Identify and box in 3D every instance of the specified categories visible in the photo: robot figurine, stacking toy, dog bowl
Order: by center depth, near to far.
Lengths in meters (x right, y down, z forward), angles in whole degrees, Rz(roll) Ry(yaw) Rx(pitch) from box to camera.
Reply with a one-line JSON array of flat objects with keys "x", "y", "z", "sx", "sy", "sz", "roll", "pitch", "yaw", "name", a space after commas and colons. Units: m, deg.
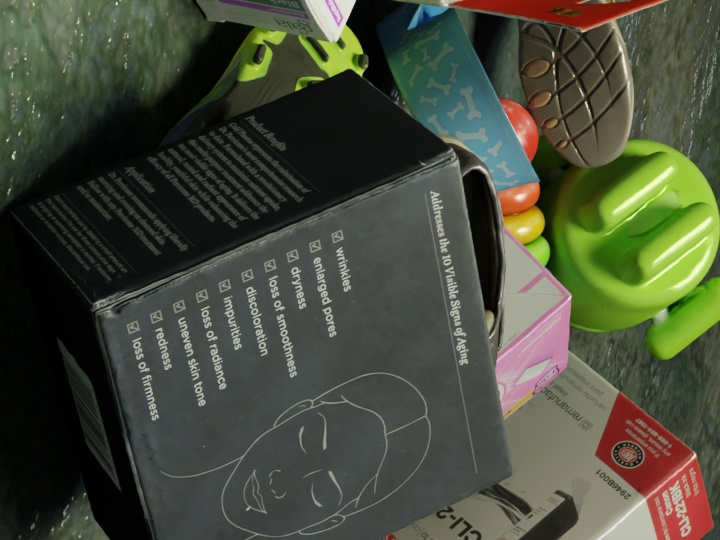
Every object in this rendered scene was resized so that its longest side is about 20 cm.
[{"x": 0.053, "y": -0.103, "z": 1.632, "sx": 0.112, "sy": 0.049, "sz": 0.200, "roll": 62, "pitch": 5, "yaw": -17, "name": "dog bowl"}, {"x": 0.090, "y": -0.016, "z": 1.845, "sx": 0.085, "sy": 0.085, "sz": 0.201, "roll": -33, "pitch": 123, "yaw": -57, "name": "stacking toy"}, {"x": 0.174, "y": -0.021, "z": 1.904, "sx": 0.116, "sy": 0.176, "sz": 0.200, "roll": -39, "pitch": 178, "yaw": -15, "name": "robot figurine"}]

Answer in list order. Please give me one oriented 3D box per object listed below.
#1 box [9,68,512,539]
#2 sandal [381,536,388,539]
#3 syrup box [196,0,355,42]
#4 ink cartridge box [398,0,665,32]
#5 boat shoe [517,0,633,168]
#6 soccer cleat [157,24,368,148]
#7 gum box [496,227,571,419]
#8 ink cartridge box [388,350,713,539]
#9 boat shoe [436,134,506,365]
[{"x": -0.046, "y": 0.038, "z": 1.388, "sx": 0.196, "sy": 0.124, "sz": 0.201, "roll": -22, "pitch": 124, "yaw": -17, "name": "box"}, {"x": -0.013, "y": 0.156, "z": 1.696, "sx": 0.045, "sy": 0.075, "sz": 0.201, "roll": 75, "pitch": 31, "yaw": -64, "name": "sandal"}, {"x": -0.022, "y": -0.228, "z": 1.488, "sx": 0.201, "sy": 0.078, "sz": 0.082, "roll": -66, "pitch": 153, "yaw": -23, "name": "syrup box"}, {"x": 0.089, "y": -0.186, "z": 1.632, "sx": 0.200, "sy": 0.173, "sz": 0.044, "roll": -26, "pitch": 123, "yaw": -60, "name": "ink cartridge box"}, {"x": 0.137, "y": -0.168, "z": 1.821, "sx": 0.072, "sy": 0.075, "sz": 0.201, "roll": -42, "pitch": 119, "yaw": -68, "name": "boat shoe"}, {"x": -0.062, "y": -0.079, "z": 1.502, "sx": 0.084, "sy": 0.065, "sz": 0.200, "roll": -41, "pitch": -173, "yaw": 40, "name": "soccer cleat"}, {"x": 0.030, "y": 0.077, "z": 1.636, "sx": 0.200, "sy": 0.066, "sz": 0.114, "roll": -40, "pitch": 161, "yaw": -13, "name": "gum box"}, {"x": 0.100, "y": 0.161, "z": 1.765, "sx": 0.200, "sy": 0.144, "sz": 0.084, "roll": -39, "pitch": 140, "yaw": -15, "name": "ink cartridge box"}, {"x": 0.045, "y": 0.028, "z": 1.529, "sx": 0.071, "sy": 0.065, "sz": 0.201, "roll": 0, "pitch": 101, "yaw": -19, "name": "boat shoe"}]
